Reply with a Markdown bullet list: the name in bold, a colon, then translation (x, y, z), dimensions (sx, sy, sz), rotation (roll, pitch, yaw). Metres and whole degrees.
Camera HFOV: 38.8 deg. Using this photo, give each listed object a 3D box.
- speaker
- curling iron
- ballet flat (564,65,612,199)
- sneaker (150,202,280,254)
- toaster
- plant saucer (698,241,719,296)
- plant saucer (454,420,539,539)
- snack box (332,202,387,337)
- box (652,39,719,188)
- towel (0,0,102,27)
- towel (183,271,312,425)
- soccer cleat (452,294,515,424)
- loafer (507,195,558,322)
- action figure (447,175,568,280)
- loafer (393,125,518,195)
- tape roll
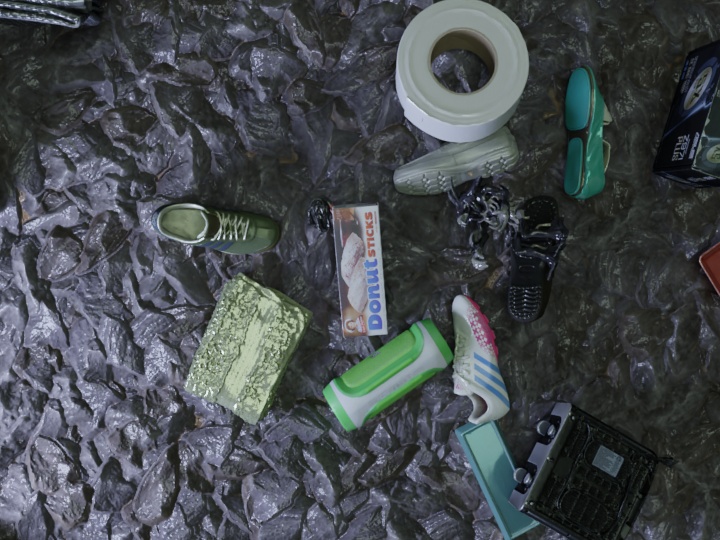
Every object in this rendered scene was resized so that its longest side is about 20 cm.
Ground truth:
- **speaker**: translation (0.043, 0.159, 1.564), dimensions (0.198, 0.088, 0.089), rotation (-34, 95, -2)
- **curling iron**: translation (-0.012, -0.030, 1.582), dimensions (0.049, 0.026, 0.201), rotation (-37, 101, 19)
- **ballet flat**: translation (0.355, -0.212, 1.588), dimensions (0.069, 0.067, 0.205), rotation (1, 93, -29)
- **sneaker**: translation (-0.217, -0.061, 1.529), dimensions (0.196, 0.090, 0.069), rotation (8, 92, -5)
- **toaster**: translation (0.347, 0.321, 1.573), dimensions (0.198, 0.119, 0.183), rotation (29, 85, -6)
- **plant saucer**: translation (0.659, 0.007, 1.631), dimensions (0.198, 0.037, 0.202), rotation (-34, 96, -2)
- **plant saucer**: translation (0.221, 0.329, 1.622), dimensions (0.069, 0.019, 0.203), rotation (-25, 96, -3)
- **snack box**: translation (0.000, 0.000, 1.562), dimensions (0.070, 0.024, 0.204), rotation (-5, 105, 1)
- **box**: translation (0.534, -0.234, 1.544), dimensions (0.084, 0.164, 0.204), rotation (17, 92, -6)
- **towel**: translation (-0.468, -0.390, 1.456), dimensions (0.195, 0.166, 0.088), rotation (5, 96, -4)
- **towel**: translation (-0.174, 0.120, 1.570), dimensions (0.146, 0.036, 0.203), rotation (26, 91, -5)
- **soccer cleat**: translation (0.172, 0.141, 1.576), dimensions (0.085, 0.070, 0.203), rotation (-24, 97, -20)
- **loafer**: translation (0.269, -0.016, 1.589), dimensions (0.072, 0.071, 0.204), rotation (9, 80, 26)
- **action figure**: translation (0.206, -0.065, 1.517), dimensions (0.197, 0.120, 0.103), rotation (25, 53, 13)
- **loafer**: translation (0.143, -0.170, 1.571), dimensions (0.196, 0.070, 0.071), rotation (-15, 60, 0)
- **tape roll**: translation (0.149, -0.298, 1.530), dimensions (0.198, 0.071, 0.207), rotation (0, 78, 0)
